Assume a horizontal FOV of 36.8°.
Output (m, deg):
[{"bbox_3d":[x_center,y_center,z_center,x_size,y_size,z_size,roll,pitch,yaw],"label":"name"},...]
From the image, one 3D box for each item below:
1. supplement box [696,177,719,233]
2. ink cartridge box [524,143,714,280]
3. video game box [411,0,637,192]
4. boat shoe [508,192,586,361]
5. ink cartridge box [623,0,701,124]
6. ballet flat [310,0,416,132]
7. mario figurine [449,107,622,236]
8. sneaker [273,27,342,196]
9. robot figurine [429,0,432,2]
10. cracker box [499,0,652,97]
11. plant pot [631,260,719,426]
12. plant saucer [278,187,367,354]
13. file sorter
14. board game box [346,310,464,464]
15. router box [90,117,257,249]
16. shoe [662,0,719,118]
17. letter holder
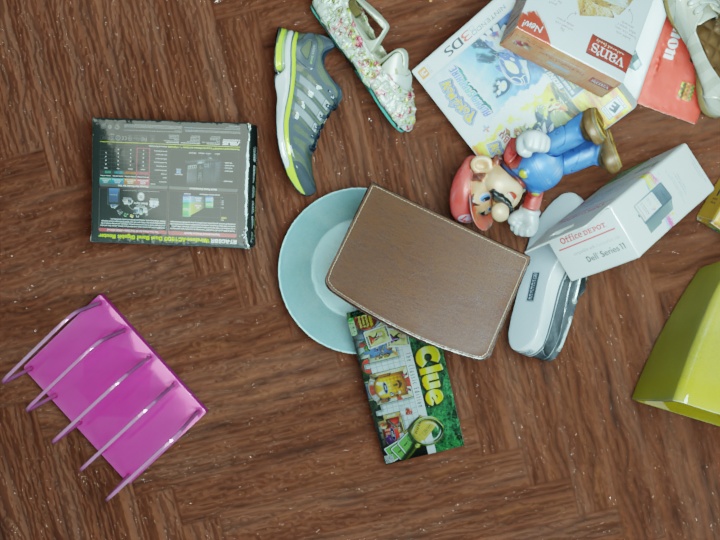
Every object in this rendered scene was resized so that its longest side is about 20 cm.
[{"bbox_3d":[0.479,-0.128,1.269,0.068,0.067,0.201,32,97,-3],"label":"supplement box"},{"bbox_3d":[0.289,-0.055,1.214,0.199,0.117,0.068,-35,95,-32],"label":"ink cartridge box"},{"bbox_3d":[0.189,-0.215,1.264,0.182,0.047,0.200,-38,92,27],"label":"video game box"},{"bbox_3d":[0.239,0.010,1.299,0.067,0.072,0.202,20,81,-32],"label":"boat shoe"},{"bbox_3d":[0.350,-0.292,1.274,0.172,0.044,0.202,19,96,3],"label":"ink cartridge box"},{"bbox_3d":[0.016,-0.259,1.278,0.064,0.076,0.201,-34,93,24],"label":"ballet flat"},{"bbox_3d":[0.192,-0.097,1.219,0.199,0.106,0.124,-24,100,23],"label":"mario figurine"},{"bbox_3d":[-0.061,-0.190,1.295,0.080,0.074,0.202,-2,97,1],"label":"sneaker"},{"bbox_3d":[0.111,-0.413,1.241,0.116,0.144,0.201,38,96,21],"label":"robot figurine"},{"bbox_3d":[0.251,-0.311,1.189,0.133,0.058,0.201,24,77,-9],"label":"cracker box"},{"bbox_3d":[0.449,0.092,1.236,0.198,0.200,0.178,17,84,2],"label":"plant pot"},{"bbox_3d":[0.000,0.000,1.324,0.199,0.039,0.203,0,95,4],"label":"plant saucer"},{"bbox_3d":[-0.313,0.155,1.314,0.139,0.125,0.200,-42,92,7],"label":"file sorter"},{"bbox_3d":[0.056,0.134,1.315,0.104,0.023,0.202,-15,108,0],"label":"board game box"},{"bbox_3d":[-0.224,-0.106,1.315,0.198,0.062,0.151,3,95,3],"label":"router box"},{"bbox_3d":[0.403,-0.272,1.245,0.070,0.053,0.201,-27,107,-13],"label":"shoe"},{"bbox_3d":[0.068,0.018,1.224,0.199,0.101,0.143,25,71,2],"label":"letter holder"}]
